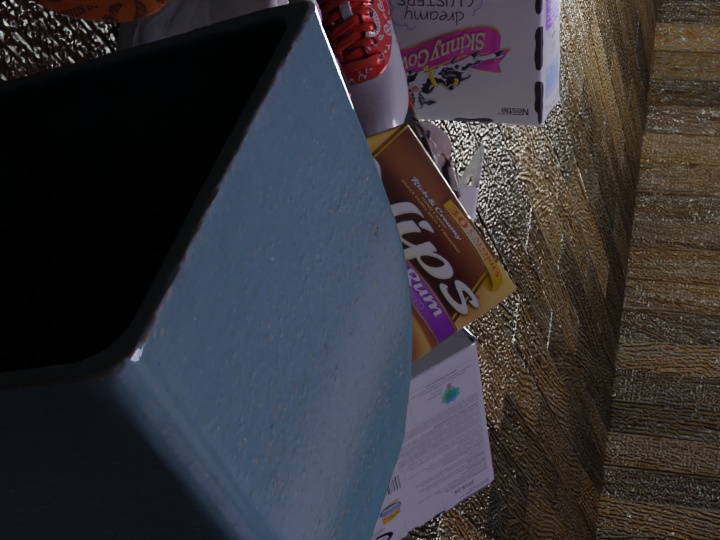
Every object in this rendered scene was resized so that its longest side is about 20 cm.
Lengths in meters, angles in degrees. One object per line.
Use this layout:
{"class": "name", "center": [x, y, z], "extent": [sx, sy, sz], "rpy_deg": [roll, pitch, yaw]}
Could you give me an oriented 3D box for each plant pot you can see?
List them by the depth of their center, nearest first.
{"class": "plant pot", "center": [-0.083, 0.048, 0.588], "extent": [0.200, 0.195, 0.196], "rpy_deg": [59, 35, -33]}

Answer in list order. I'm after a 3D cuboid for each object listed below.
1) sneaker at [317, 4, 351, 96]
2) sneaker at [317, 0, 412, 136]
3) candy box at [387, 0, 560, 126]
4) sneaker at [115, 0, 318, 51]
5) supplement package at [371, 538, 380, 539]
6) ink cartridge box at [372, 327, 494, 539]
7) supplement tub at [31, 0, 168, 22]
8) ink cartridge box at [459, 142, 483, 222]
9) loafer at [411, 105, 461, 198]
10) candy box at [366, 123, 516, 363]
{"class": "sneaker", "center": [-0.050, -0.077, 0.913], "extent": [0.096, 0.079, 0.201], "rpy_deg": [56, 40, -39]}
{"class": "sneaker", "center": [-0.014, -0.180, 1.005], "extent": [0.108, 0.067, 0.202], "rpy_deg": [61, 20, -58]}
{"class": "candy box", "center": [0.065, -0.217, 1.124], "extent": [0.072, 0.167, 0.201], "rpy_deg": [-52, 142, -59]}
{"class": "sneaker", "center": [-0.075, -0.076, 0.771], "extent": [0.074, 0.115, 0.201], "rpy_deg": [35, 55, -56]}
{"class": "supplement package", "center": [-0.039, 0.227, 0.848], "extent": [0.151, 0.199, 0.153], "rpy_deg": [41, 55, -68]}
{"class": "ink cartridge box", "center": [0.023, 0.131, 1.119], "extent": [0.136, 0.076, 0.201], "rpy_deg": [-28, 135, -16]}
{"class": "supplement tub", "center": [-0.103, -0.220, 0.667], "extent": [0.123, 0.122, 0.201], "rpy_deg": [66, 33, -57]}
{"class": "ink cartridge box", "center": [0.049, -0.004, 1.237], "extent": [0.117, 0.067, 0.201], "rpy_deg": [116, -15, -72]}
{"class": "loafer", "center": [0.033, -0.097, 1.056], "extent": [0.201, 0.063, 0.072], "rpy_deg": [60, -7, 33]}
{"class": "candy box", "center": [-0.004, -0.001, 0.765], "extent": [0.117, 0.056, 0.200], "rpy_deg": [56, 29, 3]}
